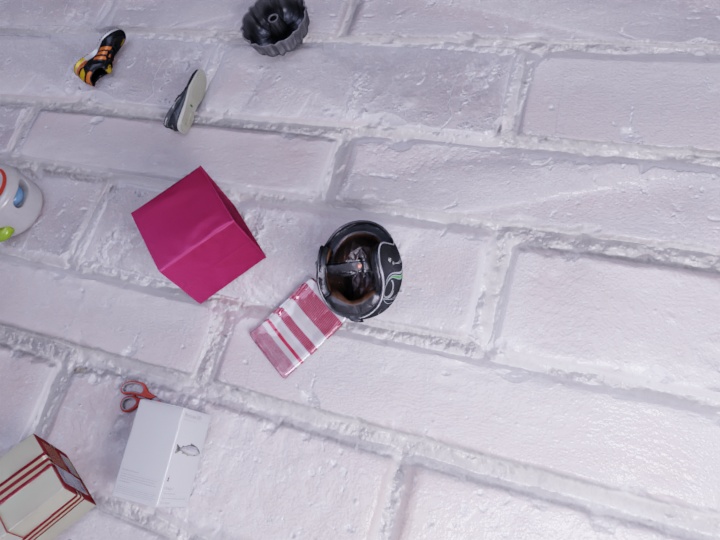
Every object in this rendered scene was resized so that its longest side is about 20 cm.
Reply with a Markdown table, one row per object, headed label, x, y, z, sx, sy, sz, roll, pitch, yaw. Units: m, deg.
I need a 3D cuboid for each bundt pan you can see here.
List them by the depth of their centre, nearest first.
| label | x | y | z | sx | sy | sz | roll | pitch | yaw |
| --- | --- | --- | --- | --- | --- | --- | --- | --- | --- |
| bundt pan | -0.232 | -0.683 | 1.794 | 0.201 | 0.076 | 0.203 | -6 | 65 | 14 |

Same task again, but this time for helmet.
| label | x | y | z | sx | sy | sz | roll | pitch | yaw |
| --- | --- | --- | --- | --- | --- | --- | --- | --- | --- |
| helmet | 0.000 | 0.000 | 1.354 | 0.199 | 0.191 | 0.201 | 4 | 107 | 12 |

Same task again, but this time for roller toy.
| label | x | y | z | sx | sy | sz | roll | pitch | yaw |
| --- | --- | --- | --- | --- | --- | --- | --- | --- | --- |
| roller toy | -1.012 | -0.202 | 1.795 | 0.182 | 0.140 | 0.200 | -45 | 61 | -6 |

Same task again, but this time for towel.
| label | x | y | z | sx | sy | sz | roll | pitch | yaw |
| --- | --- | --- | --- | --- | --- | --- | --- | --- | --- |
| towel | -0.140 | 0.126 | 1.438 | 0.200 | 0.023 | 0.144 | -43 | 62 | -4 |

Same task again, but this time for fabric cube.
| label | x | y | z | sx | sy | sz | roll | pitch | yaw |
| --- | --- | --- | --- | --- | --- | --- | --- | --- | --- |
| fabric cube | -0.378 | -0.081 | 1.507 | 0.199 | 0.200 | 0.197 | -35 | 61 | -2 |

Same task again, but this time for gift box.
| label | x | y | z | sx | sy | sz | roll | pitch | yaw |
| --- | --- | --- | --- | --- | --- | --- | --- | --- | --- |
| gift box | -0.703 | 0.499 | 1.368 | 0.186 | 0.201 | 0.184 | -37 | 56 | -18 |

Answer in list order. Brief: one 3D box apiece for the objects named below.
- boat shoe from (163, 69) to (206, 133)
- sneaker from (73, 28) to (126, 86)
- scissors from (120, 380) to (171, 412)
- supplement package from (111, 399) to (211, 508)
| label | x | y | z | sx | sy | sz | roll | pitch | yaw |
| --- | --- | --- | --- | --- | --- | --- | --- | --- | --- |
| boat shoe | -0.491 | -0.482 | 1.791 | 0.067 | 0.072 | 0.201 | 13 | 74 | 18 |
| sneaker | -0.784 | -0.651 | 1.970 | 0.090 | 0.070 | 0.200 | 42 | 84 | 13 |
| scissors | -0.473 | 0.295 | 1.474 | 0.199 | 0.014 | 0.074 | -1 | 67 | 18 |
| supplement package | -0.417 | 0.388 | 1.353 | 0.117 | 0.117 | 0.201 | 6 | 73 | 21 |
